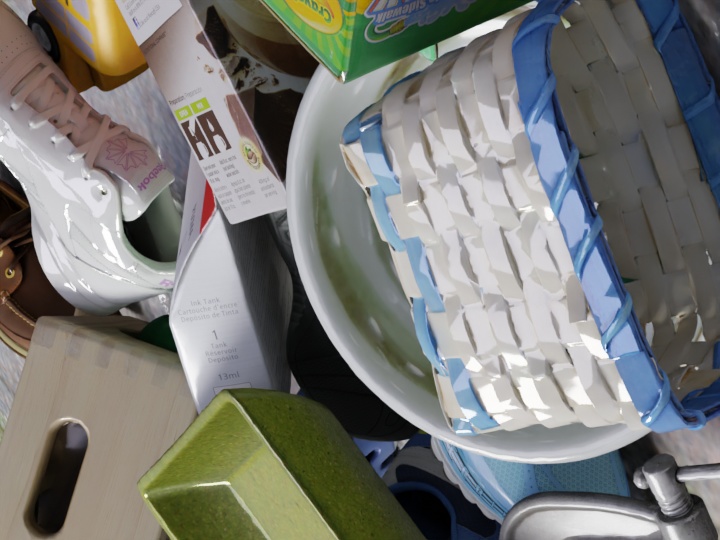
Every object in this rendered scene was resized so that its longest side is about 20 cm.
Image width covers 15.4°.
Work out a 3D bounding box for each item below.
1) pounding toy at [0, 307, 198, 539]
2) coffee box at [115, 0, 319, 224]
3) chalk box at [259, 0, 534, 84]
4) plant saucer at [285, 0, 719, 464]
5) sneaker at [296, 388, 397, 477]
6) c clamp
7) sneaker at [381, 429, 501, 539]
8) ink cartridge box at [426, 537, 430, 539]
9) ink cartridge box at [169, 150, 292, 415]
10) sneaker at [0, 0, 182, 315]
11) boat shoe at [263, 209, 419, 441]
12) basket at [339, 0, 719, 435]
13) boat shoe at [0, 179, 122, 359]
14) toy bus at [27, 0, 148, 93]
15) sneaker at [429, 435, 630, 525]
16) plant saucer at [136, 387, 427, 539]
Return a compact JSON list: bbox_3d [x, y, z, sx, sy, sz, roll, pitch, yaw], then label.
[{"bbox_3d":[-0.139,0.088,1.487,0.142,0.201,0.184,17,-177,13],"label":"pounding toy"},{"bbox_3d":[-0.045,-0.136,1.149,0.200,0.113,0.080,62,157,-6],"label":"coffee box"},{"bbox_3d":[0.011,-0.161,0.959,0.124,0.124,0.200,46,146,31],"label":"chalk box"},{"bbox_3d":[0.067,-0.024,1.066,0.199,0.050,0.201,9,108,28],"label":"plant saucer"},{"bbox_3d":[-0.029,0.156,1.464,0.080,0.115,0.200,26,140,55],"label":"sneaker"},{"bbox_3d":[0.141,0.159,1.154,0.170,0.027,0.201,1,125,35],"label":"c clamp"},{"bbox_3d":[0.086,0.144,1.252,0.200,0.082,0.074,41,150,30],"label":"sneaker"},{"bbox_3d":[0.074,0.219,1.364,0.146,0.084,0.200,47,154,28],"label":"ink cartridge box"},{"bbox_3d":[-0.075,-0.044,1.306,0.161,0.050,0.201,-88,-16,-56],"label":"ink cartridge box"},{"bbox_3d":[-0.148,-0.070,1.379,0.099,0.075,0.200,-10,122,42],"label":"sneaker"},{"bbox_3d":[-0.002,-0.001,1.298,0.074,0.065,0.202,0,130,22],"label":"boat shoe"},{"bbox_3d":[0.107,-0.033,0.928,0.199,0.139,0.177,-11,104,34],"label":"basket"},{"bbox_3d":[-0.219,-0.004,1.729,0.200,0.072,0.068,41,153,44],"label":"boat shoe"},{"bbox_3d":[-0.131,-0.171,1.352,0.078,0.065,0.200,40,150,34],"label":"toy bus"},{"bbox_3d":[0.068,0.034,1.167,0.090,0.078,0.201,-4,114,61],"label":"sneaker"},{"bbox_3d":[-0.012,0.148,1.274,0.200,0.048,0.200,54,156,4],"label":"plant saucer"}]
